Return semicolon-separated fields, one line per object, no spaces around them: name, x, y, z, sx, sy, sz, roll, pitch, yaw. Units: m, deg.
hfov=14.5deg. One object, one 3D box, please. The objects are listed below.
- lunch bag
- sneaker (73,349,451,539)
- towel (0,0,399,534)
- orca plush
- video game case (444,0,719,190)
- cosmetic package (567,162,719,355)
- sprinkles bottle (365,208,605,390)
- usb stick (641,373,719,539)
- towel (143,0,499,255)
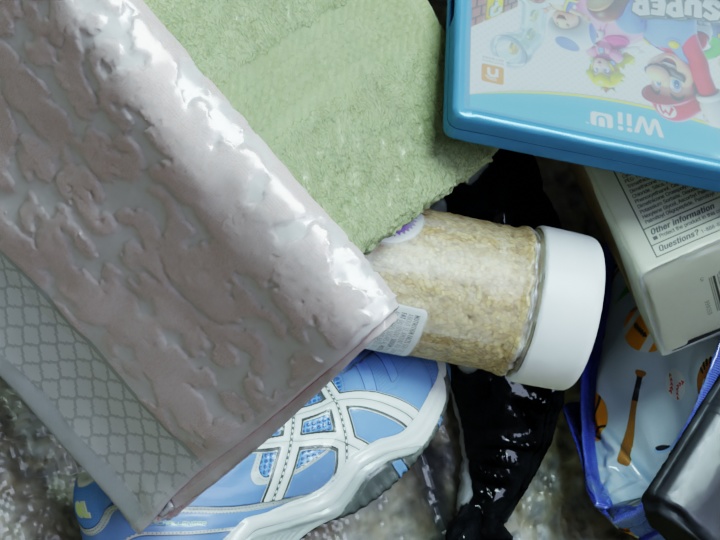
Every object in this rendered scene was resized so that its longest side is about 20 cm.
lunch bag;0.191;0.058;1.328;0.170;0.124;0.200;27;61;-30
sneaker;-0.038;0.072;1.189;0.200;0.076;0.077;-40;111;-34
towel;-0.099;-0.013;1.062;0.200;0.191;0.032;48;46;2
orca plush;0.066;0.027;1.273;0.105;0.071;0.200;21;71;-31
video game case;0.109;-0.127;1.201;0.143;0.018;0.200;11;55;-11
cosmetic package;0.138;-0.072;1.258;0.071;0.105;0.200;67;2;-54
sprinkles bottle;0.000;0.000;1.190;0.200;0.068;0.068;11;75;-10
usb stick;0.190;0.042;1.242;0.055;0.033;0.200;40;69;-15
towel;-0.026;-0.073;1.130;0.200;0.036;0.149;-40;103;-49
